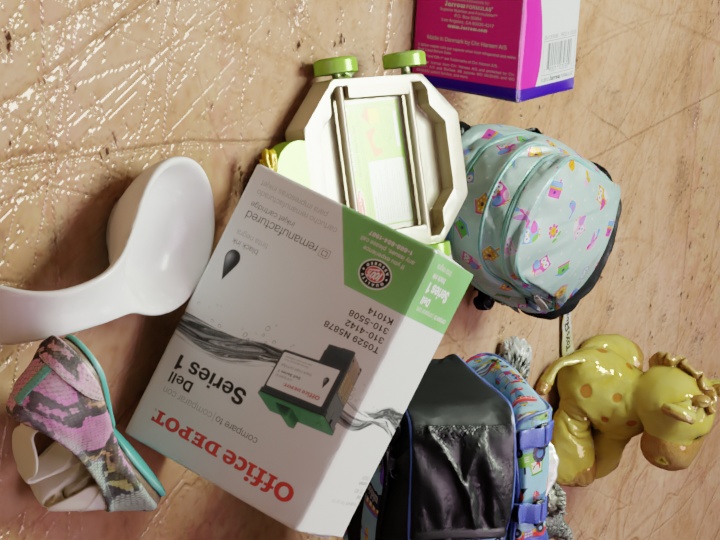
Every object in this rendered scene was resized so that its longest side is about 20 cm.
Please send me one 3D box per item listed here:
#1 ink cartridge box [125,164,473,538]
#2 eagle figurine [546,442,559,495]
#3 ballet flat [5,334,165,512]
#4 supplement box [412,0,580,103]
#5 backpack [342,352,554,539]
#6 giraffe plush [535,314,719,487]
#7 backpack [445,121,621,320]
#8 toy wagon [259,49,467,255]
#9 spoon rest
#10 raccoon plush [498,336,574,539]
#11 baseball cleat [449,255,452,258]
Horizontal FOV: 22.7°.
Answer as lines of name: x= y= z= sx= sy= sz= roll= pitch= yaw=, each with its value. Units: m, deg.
ink cartridge box: x=-0.041 y=0.055 z=1.170 sx=0.200 sy=0.146 sz=0.084 roll=-64 pitch=158 yaw=-1
eagle figurine: x=0.051 y=0.180 z=1.441 sx=0.200 sy=0.152 sz=0.151 roll=-10 pitch=130 yaw=-64
ballet flat: x=-0.172 y=0.107 z=1.077 sx=0.071 sy=0.069 sz=0.200 roll=-39 pitch=154 yaw=-14
supplement box: x=0.112 y=-0.243 z=1.409 sx=0.101 sy=0.103 sz=0.201 roll=-19 pitch=118 yaw=-55
backpack: x=0.056 y=0.173 z=1.287 sx=0.183 sy=0.134 sz=0.201 roll=-140 pitch=-132 yaw=-73
giraffe plush: x=0.282 y=0.133 z=1.777 sx=0.173 sy=0.162 sz=0.200 roll=-51 pitch=142 yaw=-37
backpack: x=0.138 y=-0.049 z=1.502 sx=0.200 sy=0.126 sz=0.167 roll=26 pitch=82 yaw=-56
toy wagon: x=-0.003 y=-0.078 z=1.300 sx=0.200 sy=0.040 sz=0.156 roll=-10 pitch=94 yaw=-40
spoon rest: x=-0.147 y=-0.004 z=1.095 sx=0.200 sy=0.060 sz=0.100 roll=-34 pitch=129 yaw=-50
raccoon plush: x=0.147 y=0.149 z=1.579 sx=0.097 sy=0.134 sz=0.201 roll=47 pitch=60 yaw=-54
baseball cleat: x=0.000 y=0.000 z=1.361 sx=0.200 sy=0.070 sz=0.107 roll=-32 pitch=112 yaw=-54
